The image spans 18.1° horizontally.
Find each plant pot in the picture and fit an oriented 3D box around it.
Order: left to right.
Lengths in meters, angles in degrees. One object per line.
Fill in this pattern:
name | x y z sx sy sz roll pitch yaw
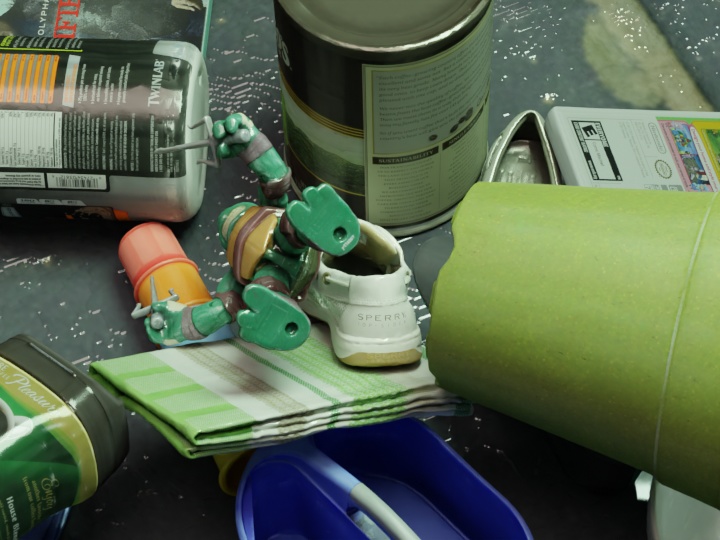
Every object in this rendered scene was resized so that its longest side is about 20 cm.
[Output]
plant pot | 0.142 0.027 1.291 0.189 0.201 0.201 12 57 13

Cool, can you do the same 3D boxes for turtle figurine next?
turtle figurine | -0.068 -0.018 1.376 0.100 0.200 0.151 8 97 -23

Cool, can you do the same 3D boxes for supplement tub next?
supplement tub | -0.206 -0.096 1.522 0.199 0.123 0.123 2 56 3

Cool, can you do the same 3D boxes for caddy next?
caddy | 0.015 0.170 1.347 0.141 0.105 0.200 -37 63 -23

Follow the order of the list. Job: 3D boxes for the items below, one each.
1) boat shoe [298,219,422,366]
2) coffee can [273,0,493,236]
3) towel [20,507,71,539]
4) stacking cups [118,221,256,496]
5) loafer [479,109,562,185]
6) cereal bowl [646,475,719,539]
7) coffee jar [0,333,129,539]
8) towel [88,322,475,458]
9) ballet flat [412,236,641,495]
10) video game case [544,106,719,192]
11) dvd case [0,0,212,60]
boat shoe | 0.000 0.000 1.430 0.070 0.070 0.200 -5 17 -13
coffee can | 0.016 -0.138 1.498 0.145 0.200 0.147 -1 55 1
towel | -0.271 0.114 1.442 0.199 0.024 0.145 13 57 10
stacking cups | -0.099 0.051 1.465 0.060 0.061 0.201 -20 54 -12
loafer | 0.100 -0.015 1.492 0.069 0.070 0.201 4 57 1
cereal bowl | 0.268 0.167 1.358 0.199 0.084 0.201 -1 56 1
coffee jar | -0.231 0.123 1.305 0.104 0.086 0.200 31 52 29
towel | -0.046 0.071 1.366 0.199 0.031 0.149 -9 18 -29
ballet flat | 0.113 0.051 1.406 0.073 0.073 0.200 -38 88 -22
video game case | 0.230 -0.024 1.491 0.181 0.022 0.201 0 53 -23
dvd case | -0.210 -0.164 1.629 0.199 0.022 0.147 2 56 4
